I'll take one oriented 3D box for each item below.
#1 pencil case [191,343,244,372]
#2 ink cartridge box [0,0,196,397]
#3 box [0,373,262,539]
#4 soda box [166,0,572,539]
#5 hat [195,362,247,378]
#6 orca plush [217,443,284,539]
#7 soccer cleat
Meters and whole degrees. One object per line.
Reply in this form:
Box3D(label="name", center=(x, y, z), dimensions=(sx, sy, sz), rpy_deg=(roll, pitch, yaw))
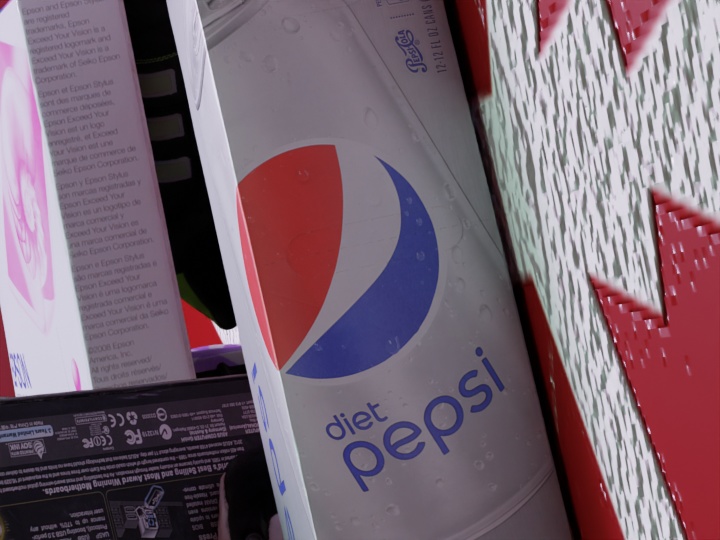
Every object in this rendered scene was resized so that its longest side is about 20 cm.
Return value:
Box3D(label="pencil case", center=(-0.047, 0.124, 1.105), dimensions=(0.085, 0.083, 0.201), rpy_deg=(-34, 66, 61))
Box3D(label="ink cartridge box", center=(-0.108, -0.044, 0.998), dimensions=(0.196, 0.043, 0.202), rpy_deg=(170, 89, -76))
Box3D(label="box", center=(-0.049, 0.112, 0.800), dimensions=(0.049, 0.199, 0.162), rpy_deg=(-22, 79, 41))
Box3D(label="soda box", center=(0.000, 0.000, 0.716), dimensions=(0.068, 0.063, 0.201), rpy_deg=(121, 137, -77))
Box3D(label="hat", center=(-0.032, 0.091, 0.985), dimensions=(0.201, 0.080, 0.202), rpy_deg=(168, 90, -81))
Box3D(label="orca plush", center=(0.018, 0.140, 0.766), dimensions=(0.071, 0.105, 0.202), rpy_deg=(-20, 73, 49))
Box3D(label="soccer cleat", center=(-0.048, -0.063, 0.989), dimensions=(0.081, 0.067, 0.201), rpy_deg=(43, 147, 27))
